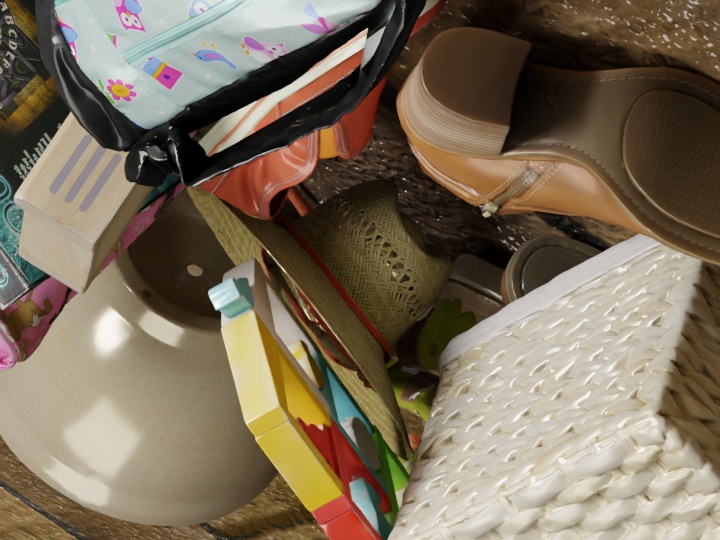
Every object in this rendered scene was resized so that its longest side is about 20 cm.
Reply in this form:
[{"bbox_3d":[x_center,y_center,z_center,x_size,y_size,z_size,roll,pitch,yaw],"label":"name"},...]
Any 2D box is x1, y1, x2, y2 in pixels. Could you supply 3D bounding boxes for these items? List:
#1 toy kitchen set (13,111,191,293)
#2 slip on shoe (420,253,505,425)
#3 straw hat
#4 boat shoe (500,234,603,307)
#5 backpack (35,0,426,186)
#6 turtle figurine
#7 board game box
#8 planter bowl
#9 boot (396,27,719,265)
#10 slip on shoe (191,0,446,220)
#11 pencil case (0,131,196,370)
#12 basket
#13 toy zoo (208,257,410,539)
[{"bbox_3d":[-0.158,-0.136,1.322,0.199,0.181,0.163,31,160,2],"label":"toy kitchen set"},{"bbox_3d":[0.065,0.053,1.631,0.076,0.061,0.200,29,161,5],"label":"slip on shoe"},{"bbox_3d":[0.000,0.000,1.473,0.201,0.085,0.201,50,173,8],"label":"straw hat"},{"bbox_3d":[0.145,0.058,1.506,0.200,0.072,0.068,41,165,-13],"label":"boat shoe"},{"bbox_3d":[-0.034,-0.135,1.086,0.126,0.167,0.200,41,150,-18],"label":"backpack"},{"bbox_3d":[0.002,0.040,1.590,0.161,0.064,0.201,8,118,53],"label":"turtle figurine"},{"bbox_3d":[-0.188,-0.094,1.415,0.028,0.135,0.200,-33,94,43],"label":"board game box"},{"bbox_3d":[-0.112,0.031,1.687,0.200,0.201,0.135,31,135,0],"label":"planter bowl"},{"bbox_3d":[0.109,-0.042,1.319,0.199,0.077,0.155,17,168,3],"label":"boot"},{"bbox_3d":[-0.013,-0.086,1.333,0.061,0.074,0.200,38,137,-11],"label":"slip on shoe"},{"bbox_3d":[-0.149,-0.040,1.508,0.086,0.200,0.083,38,159,17],"label":"pencil case"},{"bbox_3d":[0.151,0.109,1.374,0.200,0.161,0.198,-31,114,37],"label":"basket"},{"bbox_3d":[-0.019,0.080,1.394,0.200,0.020,0.131,55,-168,-31],"label":"toy zoo"}]
